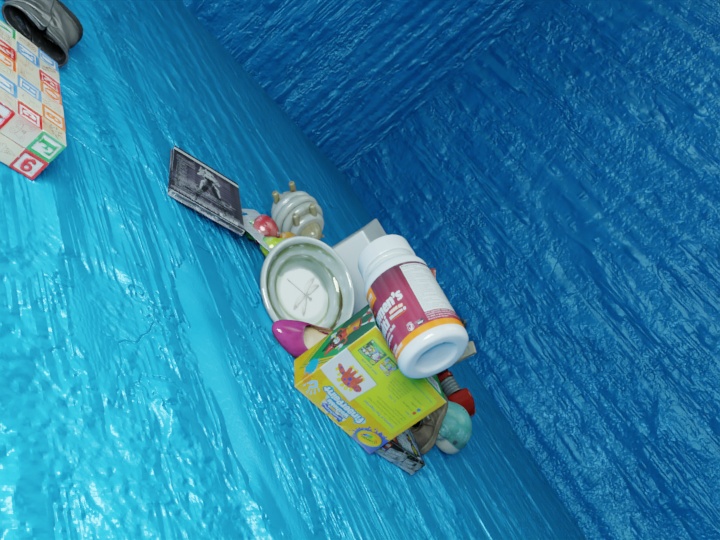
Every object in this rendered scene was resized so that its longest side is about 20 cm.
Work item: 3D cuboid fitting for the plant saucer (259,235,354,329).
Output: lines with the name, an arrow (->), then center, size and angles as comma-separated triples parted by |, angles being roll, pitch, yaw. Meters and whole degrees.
plant saucer -> -0.103, 0.039, 1.018 | 0.198, 0.050, 0.204 | 15, 65, -34

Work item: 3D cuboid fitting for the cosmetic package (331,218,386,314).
cosmetic package -> 0.000, 0.000, 1.314 | 0.168, 0.166, 0.200 | 58, 15, -5

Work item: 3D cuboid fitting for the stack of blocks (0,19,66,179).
stack of blocks -> -0.406, -0.209, 0.621 | 0.115, 0.058, 0.201 | 41, 15, -50

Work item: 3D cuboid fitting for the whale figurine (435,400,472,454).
whale figurine -> 0.195, 0.350, 1.353 | 0.200, 0.103, 0.159 | 48, 10, -10

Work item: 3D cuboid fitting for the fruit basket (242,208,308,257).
fruit basket -> -0.181, -0.054, 1.139 | 0.199, 0.094, 0.185 | 37, 10, 2

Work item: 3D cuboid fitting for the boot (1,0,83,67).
boot -> -0.515, -0.412, 0.832 | 0.200, 0.069, 0.133 | 41, 19, -33

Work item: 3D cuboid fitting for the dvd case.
dvd case -> -0.288, -0.152, 1.029 | 0.148, 0.016, 0.201 | 31, 21, -31

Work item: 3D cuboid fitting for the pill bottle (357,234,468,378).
pill bottle -> 0.070, 0.048, 0.821 | 0.109, 0.109, 0.202 | 40, 18, -50

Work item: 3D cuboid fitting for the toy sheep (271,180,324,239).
toy sheep -> -0.159, -0.137, 1.353 | 0.201, 0.138, 0.138 | 52, 8, 29

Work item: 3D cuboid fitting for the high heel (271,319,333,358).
high heel -> -0.048, 0.115, 0.933 | 0.198, 0.096, 0.068 | 23, 50, -30

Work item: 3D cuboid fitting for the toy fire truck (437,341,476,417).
toy fire truck -> 0.251, 0.298, 1.472 | 0.177, 0.127, 0.202 | 58, -23, 33

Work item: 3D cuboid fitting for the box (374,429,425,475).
box -> 0.044, 0.280, 1.070 | 0.137, 0.040, 0.201 | 43, 13, -41

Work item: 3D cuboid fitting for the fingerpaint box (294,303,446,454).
fingerpaint box -> 0.015, 0.180, 0.904 | 0.200, 0.166, 0.074 | 47, 14, -25

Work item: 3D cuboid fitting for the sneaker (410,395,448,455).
sneaker -> 0.141, 0.313, 1.218 | 0.076, 0.070, 0.200 | 45, 27, -6

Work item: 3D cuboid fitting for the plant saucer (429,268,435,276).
plant saucer -> 0.099, 0.108, 1.330 | 0.036, 0.199, 0.203 | 27, 50, -32

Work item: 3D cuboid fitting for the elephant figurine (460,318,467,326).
elephant figurine -> 0.486, 0.265, 3.025 | 0.201, 0.141, 0.155 | 53, -8, -34
